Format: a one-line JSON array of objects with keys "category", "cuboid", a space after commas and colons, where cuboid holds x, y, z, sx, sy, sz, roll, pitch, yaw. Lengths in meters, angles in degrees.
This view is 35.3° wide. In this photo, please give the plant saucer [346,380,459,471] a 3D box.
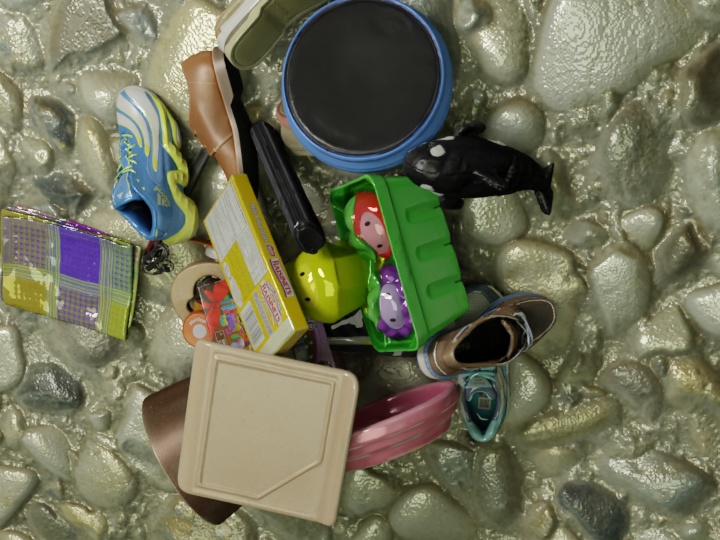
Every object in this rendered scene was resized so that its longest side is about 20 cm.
[{"category": "plant saucer", "cuboid": [0.031, 0.192, 1.371, 0.198, 0.200, 0.052, -21, 90, 18]}]

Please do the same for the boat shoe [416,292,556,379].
[{"category": "boat shoe", "cuboid": [0.163, 0.079, 1.315, 0.072, 0.198, 0.073, -9, 103, 59]}]

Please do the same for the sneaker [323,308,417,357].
[{"category": "sneaker", "cuboid": [-0.010, 0.060, 1.419, 0.197, 0.072, 0.084, 5, 88, 9]}]

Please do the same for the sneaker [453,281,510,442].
[{"category": "sneaker", "cuboid": [0.152, 0.115, 1.380, 0.076, 0.086, 0.203, -4, 109, 13]}]

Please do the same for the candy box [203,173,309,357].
[{"category": "candy box", "cuboid": [-0.123, 0.001, 1.303, 0.102, 0.026, 0.202, -45, 62, 48]}]

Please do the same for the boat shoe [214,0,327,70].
[{"category": "boat shoe", "cuboid": [-0.088, -0.320, 1.273, 0.200, 0.075, 0.069, -42, 55, 3]}]

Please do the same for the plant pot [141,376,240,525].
[{"category": "plant pot", "cuboid": [-0.143, 0.188, 1.436, 0.198, 0.187, 0.188, -32, 102, 5]}]

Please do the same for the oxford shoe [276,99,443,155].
[{"category": "oxford shoe", "cuboid": [0.002, -0.165, 1.329, 0.197, 0.071, 0.075, 6, 134, 13]}]

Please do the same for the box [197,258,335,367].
[{"category": "box", "cuboid": [-0.105, 0.099, 1.359, 0.135, 0.039, 0.203, -16, 82, -7]}]

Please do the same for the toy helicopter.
[{"category": "toy helicopter", "cuboid": [-0.145, 0.010, 1.425, 0.197, 0.079, 0.134, -14, 98, 6]}]

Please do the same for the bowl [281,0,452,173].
[{"category": "bowl", "cuboid": [0.005, -0.212, 1.266, 0.197, 0.039, 0.204, -1, 82, 11]}]

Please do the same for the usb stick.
[{"category": "usb stick", "cuboid": [-0.086, -0.098, 1.300, 0.032, 0.201, 0.056, -32, 138, 8]}]

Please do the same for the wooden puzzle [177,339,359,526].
[{"category": "wooden puzzle", "cuboid": [-0.107, 0.184, 1.295, 0.197, 0.037, 0.188, 12, 105, 9]}]

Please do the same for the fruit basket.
[{"category": "fruit basket", "cuboid": [0.000, 0.000, 1.303, 0.212, 0.155, 0.220, 2, 84, -23]}]

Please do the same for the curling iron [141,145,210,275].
[{"category": "curling iron", "cuboid": [-0.226, -0.077, 1.420, 0.049, 0.025, 0.202, 38, 114, 19]}]

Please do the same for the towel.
[{"category": "towel", "cuboid": [-0.385, 0.004, 1.482, 0.197, 0.023, 0.146, 17, 112, 11]}]

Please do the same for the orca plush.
[{"category": "orca plush", "cuboid": [0.145, -0.094, 1.260, 0.198, 0.071, 0.106, 21, 111, -33]}]

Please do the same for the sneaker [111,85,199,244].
[{"category": "sneaker", "cuboid": [-0.258, -0.125, 1.352, 0.075, 0.105, 0.203, -23, 90, 26]}]

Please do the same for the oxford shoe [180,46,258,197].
[{"category": "oxford shoe", "cuboid": [-0.167, -0.162, 1.354, 0.070, 0.071, 0.203, -12, 98, 10]}]
